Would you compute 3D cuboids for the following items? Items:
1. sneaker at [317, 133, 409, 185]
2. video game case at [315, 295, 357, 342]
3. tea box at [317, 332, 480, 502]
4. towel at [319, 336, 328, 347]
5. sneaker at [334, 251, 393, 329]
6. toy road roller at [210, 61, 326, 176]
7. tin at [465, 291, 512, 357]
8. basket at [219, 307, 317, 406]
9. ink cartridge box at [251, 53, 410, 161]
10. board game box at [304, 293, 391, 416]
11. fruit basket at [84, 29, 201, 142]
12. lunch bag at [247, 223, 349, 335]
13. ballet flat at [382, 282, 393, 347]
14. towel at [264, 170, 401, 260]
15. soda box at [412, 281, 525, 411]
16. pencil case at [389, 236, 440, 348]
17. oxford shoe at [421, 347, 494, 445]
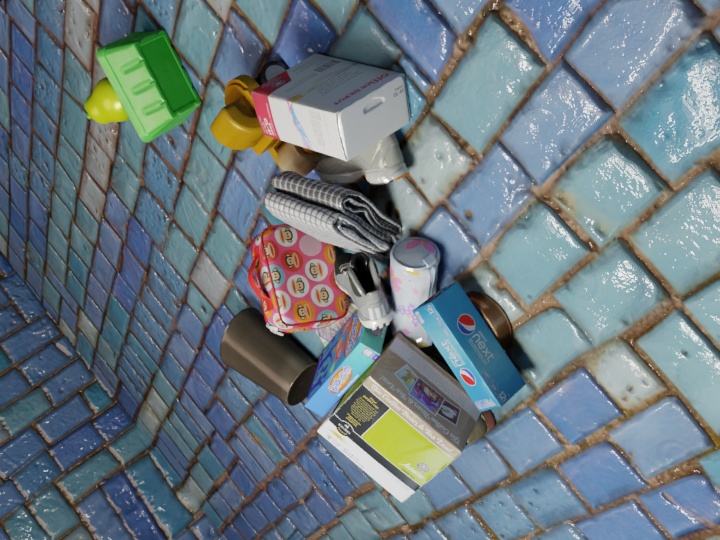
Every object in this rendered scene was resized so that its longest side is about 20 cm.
[{"bbox_3d":[0.000,-0.191,1.511,0.199,0.075,0.093,5,111,48],"label":"sneaker"},{"bbox_3d":[-0.037,0.100,1.820,0.200,0.018,0.144,28,137,48],"label":"video game case"},{"bbox_3d":[0.069,0.255,1.612,0.200,0.134,0.197,40,132,-1],"label":"tea box"},{"bbox_3d":[-0.053,0.126,1.926,0.152,0.023,0.201,-7,114,57],"label":"towel"},{"bbox_3d":[0.000,0.000,1.601,0.200,0.075,0.116,-124,15,-48],"label":"sneaker"},{"bbox_3d":[-0.163,-0.241,1.597,0.201,0.146,0.123,55,150,-1],"label":"toy road roller"},{"bbox_3d":[0.197,0.123,1.568,0.112,0.042,0.201,36,145,36],"label":"tin"},{"bbox_3d":[-0.199,0.202,2.103,0.199,0.136,0.181,33,147,26],"label":"basket"},{"bbox_3d":[-0.046,-0.252,1.424,0.199,0.147,0.086,25,139,41],"label":"ink cartridge box"},{"bbox_3d":[-0.020,0.146,1.667,0.045,0.152,0.200,31,127,-11],"label":"board game box"},{"bbox_3d":[-0.448,-0.359,1.861,0.215,0.155,0.217,19,129,26],"label":"fruit basket"},{"bbox_3d":[-0.123,0.014,1.720,0.082,0.175,0.201,-30,69,58],"label":"lunch bag"},{"bbox_3d":[0.051,0.104,1.753,0.066,0.056,0.201,-129,24,-62],"label":"ballet flat"},{"bbox_3d":[-0.040,-0.094,1.560,0.165,0.086,0.200,18,175,35],"label":"towel"},{"bbox_3d":[0.174,0.123,1.498,0.201,0.068,0.064,56,150,-2],"label":"soda box"},{"bbox_3d":[0.093,0.040,1.581,0.091,0.083,0.201,49,153,43],"label":"pencil case"},{"bbox_3d":[0.155,0.225,1.686,0.200,0.075,0.071,48,149,11],"label":"oxford shoe"}]
